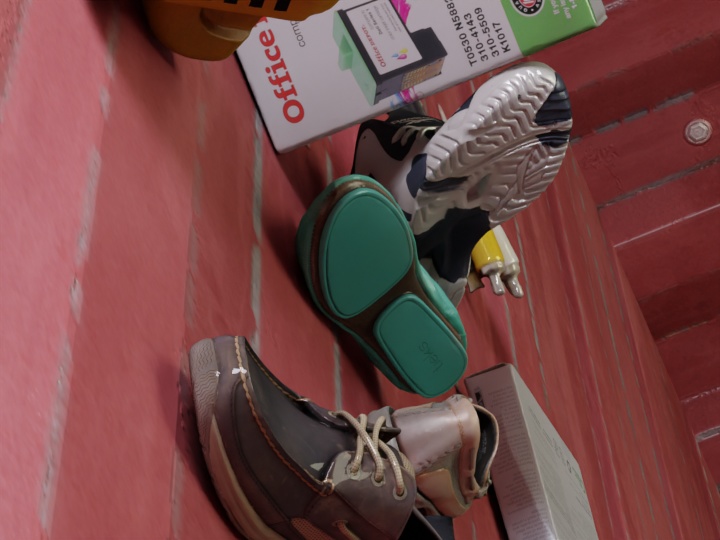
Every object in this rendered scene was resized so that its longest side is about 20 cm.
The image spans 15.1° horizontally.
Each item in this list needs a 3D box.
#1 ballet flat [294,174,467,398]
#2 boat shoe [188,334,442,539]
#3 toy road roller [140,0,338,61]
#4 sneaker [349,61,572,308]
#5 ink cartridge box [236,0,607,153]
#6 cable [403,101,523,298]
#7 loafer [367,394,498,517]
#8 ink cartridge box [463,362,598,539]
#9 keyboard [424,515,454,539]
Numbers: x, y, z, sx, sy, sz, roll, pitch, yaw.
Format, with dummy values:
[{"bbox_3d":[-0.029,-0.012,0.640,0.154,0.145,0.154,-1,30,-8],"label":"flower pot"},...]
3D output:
[{"bbox_3d":[0.000,0.000,1.503,0.070,0.067,0.200,45,-8,38],"label":"ballet flat"},{"bbox_3d":[-0.013,0.087,1.156,0.200,0.073,0.075,58,13,-48],"label":"boat shoe"},{"bbox_3d":[-0.083,-0.173,1.290,0.199,0.146,0.124,5,57,-38],"label":"toy road roller"},{"bbox_3d":[0.047,-0.073,1.590,0.130,0.079,0.200,-109,-147,-42],"label":"sneaker"},{"bbox_3d":[0.020,-0.170,1.536,0.084,0.199,0.146,-47,115,-76],"label":"ink cartridge box"},{"bbox_3d":[0.075,-0.067,2.074,0.097,0.050,0.201,13,58,-80],"label":"cable"},{"bbox_3d":[0.054,0.102,1.538,0.200,0.063,0.072,23,47,-77],"label":"loafer"},{"bbox_3d":[0.137,0.191,1.889,0.200,0.040,0.201,54,17,-58],"label":"ink cartridge box"},{"bbox_3d":[0.024,0.178,1.255,0.200,0.039,0.105,-97,-159,-64],"label":"keyboard"}]
